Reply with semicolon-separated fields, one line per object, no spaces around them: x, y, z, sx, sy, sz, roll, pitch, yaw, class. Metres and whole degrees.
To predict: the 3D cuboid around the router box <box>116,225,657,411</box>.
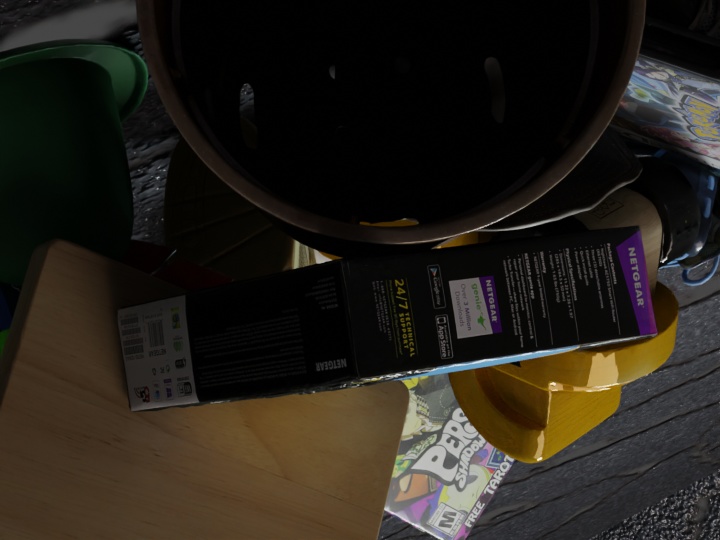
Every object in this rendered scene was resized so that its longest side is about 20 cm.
0.006;0.022;0.947;0.148;0.052;0.200;-7;177;-32;router box

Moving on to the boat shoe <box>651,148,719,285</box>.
0.188;-0.025;1.318;0.085;0.068;0.200;-69;166;17;boat shoe

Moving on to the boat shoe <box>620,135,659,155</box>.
0.232;-0.124;1.380;0.199;0.071;0.091;-9;161;-23;boat shoe

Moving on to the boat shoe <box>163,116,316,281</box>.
-0.053;0.018;1.182;0.073;0.202;0.063;-20;169;6;boat shoe

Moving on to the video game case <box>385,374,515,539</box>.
0.048;0.052;1.360;0.181;0.036;0.201;32;91;-38;video game case

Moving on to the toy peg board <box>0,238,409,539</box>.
-0.102;0.119;1.039;0.199;0.201;0.098;23;159;-25;toy peg board

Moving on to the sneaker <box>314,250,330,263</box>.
0.000;0.000;1.258;0.071;0.199;0.073;-54;-165;10;sneaker

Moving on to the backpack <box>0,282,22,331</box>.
-0.196;0.060;1.183;0.199;0.163;0.168;-14;158;-28;backpack

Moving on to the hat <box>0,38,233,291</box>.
-0.140;0.004;1.047;0.199;0.177;0.166;-26;166;9;hat

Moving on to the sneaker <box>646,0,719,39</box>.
0.207;-0.133;1.192;0.075;0.115;0.200;-56;162;11;sneaker

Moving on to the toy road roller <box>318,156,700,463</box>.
0.073;0.009;1.171;0.123;0.199;0.147;-26;129;-44;toy road roller

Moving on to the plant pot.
0.010;-0.092;0.952;0.199;0.201;0.198;-22;171;-5;plant pot

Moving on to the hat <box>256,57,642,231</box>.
0.048;-0.094;1.115;0.199;0.200;0.082;-13;118;-33;hat

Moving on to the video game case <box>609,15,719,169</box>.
0.162;-0.099;1.210;0.026;0.180;0.200;-68;164;-6;video game case
